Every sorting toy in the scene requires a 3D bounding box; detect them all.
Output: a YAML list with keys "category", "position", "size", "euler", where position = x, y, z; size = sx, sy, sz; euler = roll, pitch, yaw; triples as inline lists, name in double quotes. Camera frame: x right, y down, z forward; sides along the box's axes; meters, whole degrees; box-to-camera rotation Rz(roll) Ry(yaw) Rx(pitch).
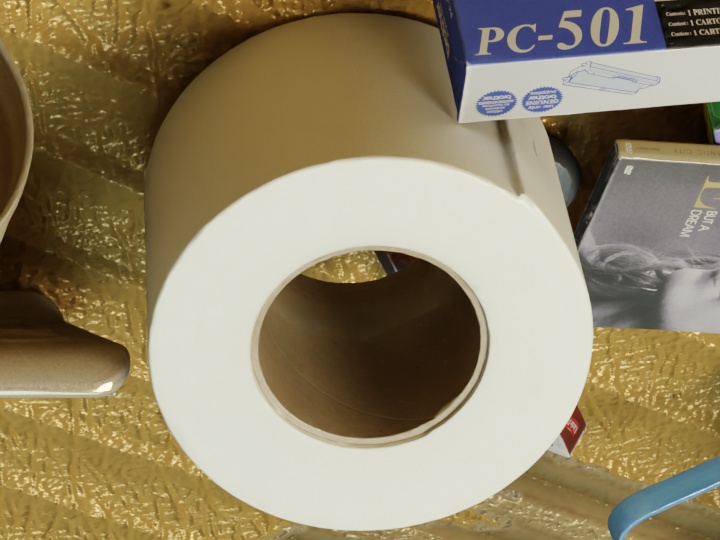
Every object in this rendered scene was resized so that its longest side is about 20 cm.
- category: "sorting toy"
  position: [-0.217, 0.040, 1.418]
  size: [0.185, 0.037, 0.200]
  euler: [0, -172, -16]

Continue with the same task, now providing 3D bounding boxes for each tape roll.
- category: "tape roll"
  position: [0.000, 0.000, 1.381]
  size: [0.202, 0.139, 0.203]
  euler: [-2, 122, -4]

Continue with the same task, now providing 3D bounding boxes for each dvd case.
- category: "dvd case"
  position: [0.205, -0.012, 1.503]
  size: [0.200, 0.016, 0.149]
  euler: [3, 145, -12]

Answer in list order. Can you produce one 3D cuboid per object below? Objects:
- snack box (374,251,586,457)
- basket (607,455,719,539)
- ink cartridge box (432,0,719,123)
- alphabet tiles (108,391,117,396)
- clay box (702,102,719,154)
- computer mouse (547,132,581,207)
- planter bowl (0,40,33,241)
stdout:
- category: "snack box"
  position: [0.063, 0.032, 1.569]
  size: [0.072, 0.024, 0.200]
  euler: [20, 158, 29]
- category: "basket"
  position: [0.245, 0.139, 1.702]
  size: [0.200, 0.139, 0.176]
  euler: [-25, 146, 3]
- category: "ink cartridge box"
  position: [0.135, -0.122, 1.337]
  size: [0.200, 0.094, 0.044]
  euler: [-5, 145, -8]
- category: "alphabet tiles"
  position: [-0.225, 0.054, 1.474]
  size: [0.200, 0.008, 0.167]
  euler: [0, -177, -12]
- category: "clay box"
  position: [0.239, -0.042, 1.521]
  size: [0.115, 0.048, 0.200]
  euler: [-12, 145, 5]
- category: "computer mouse"
  position: [0.015, -0.062, 1.454]
  size: [0.200, 0.034, 0.059]
  euler: [14, 126, -20]
- category: "planter bowl"
  position: [-0.248, -0.026, 1.275]
  size: [0.200, 0.200, 0.135]
  euler: [1, 143, -16]
